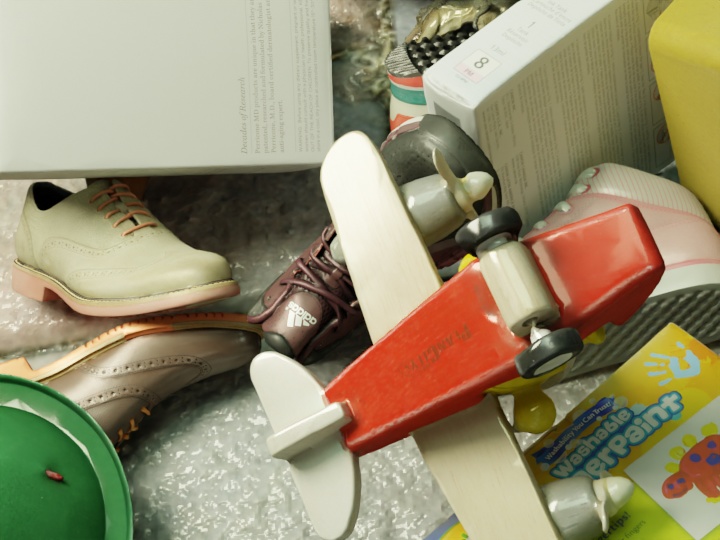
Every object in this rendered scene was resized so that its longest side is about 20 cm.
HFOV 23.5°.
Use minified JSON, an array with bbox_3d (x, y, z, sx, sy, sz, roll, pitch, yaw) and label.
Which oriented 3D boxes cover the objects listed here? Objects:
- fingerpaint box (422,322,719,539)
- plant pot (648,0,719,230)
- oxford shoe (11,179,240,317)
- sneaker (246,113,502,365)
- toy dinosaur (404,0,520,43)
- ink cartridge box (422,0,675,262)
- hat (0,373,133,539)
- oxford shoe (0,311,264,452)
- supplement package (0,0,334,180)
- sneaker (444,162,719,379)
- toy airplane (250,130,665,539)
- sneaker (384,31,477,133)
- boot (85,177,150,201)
[{"bbox_3d":[0.145,0.148,0.846,0.200,0.073,0.167,-39,52,-17],"label":"fingerpaint box"},{"bbox_3d":[0.273,-0.101,0.941,0.176,0.200,0.200,24,61,37],"label":"plant pot"},{"bbox_3d":[-0.147,-0.015,1.023,0.199,0.074,0.071,8,12,44],"label":"oxford shoe"},{"bbox_3d":[0.000,0.000,0.941,0.076,0.200,0.116,44,62,4],"label":"sneaker"},{"bbox_3d":[0.124,-0.160,1.129,0.199,0.048,0.088,-7,43,7],"label":"toy dinosaur"},{"bbox_3d":[0.132,-0.101,0.998,0.200,0.163,0.057,-41,54,-19],"label":"ink cartridge box"},{"bbox_3d":[-0.237,0.115,0.880,0.199,0.176,0.166,24,83,21],"label":"hat"},{"bbox_3d":[-0.145,0.078,1.006,0.199,0.071,0.073,-18,72,2],"label":"oxford shoe"},{"bbox_3d":[-0.127,-0.115,1.033,0.199,0.118,0.117,-3,3,-17],"label":"supplement package"},{"bbox_3d":[0.109,0.001,0.978,0.199,0.076,0.105,-10,51,1],"label":"sneaker"},{"bbox_3d":[0.048,0.048,0.830,0.199,0.141,0.201,18,102,36],"label":"toy airplane"},{"bbox_3d":[0.110,-0.096,1.063,0.199,0.094,0.070,-6,26,-14],"label":"sneaker"},{"bbox_3d":[-0.100,-0.112,1.138,0.154,0.074,0.201,1,61,5],"label":"boot"}]
